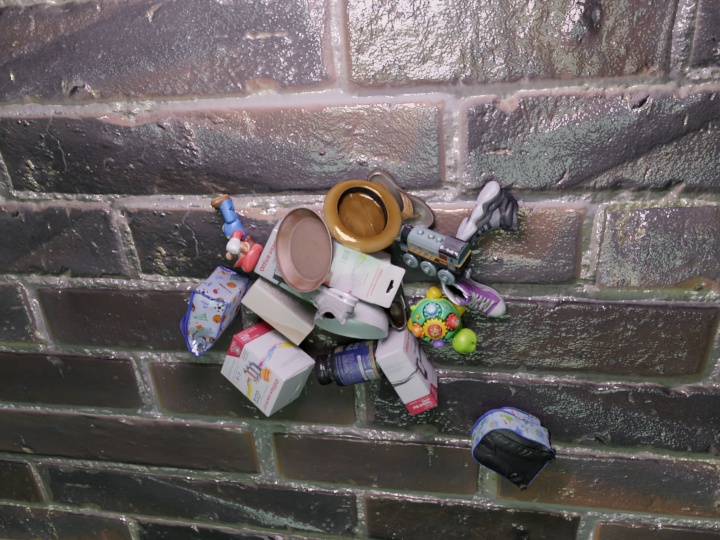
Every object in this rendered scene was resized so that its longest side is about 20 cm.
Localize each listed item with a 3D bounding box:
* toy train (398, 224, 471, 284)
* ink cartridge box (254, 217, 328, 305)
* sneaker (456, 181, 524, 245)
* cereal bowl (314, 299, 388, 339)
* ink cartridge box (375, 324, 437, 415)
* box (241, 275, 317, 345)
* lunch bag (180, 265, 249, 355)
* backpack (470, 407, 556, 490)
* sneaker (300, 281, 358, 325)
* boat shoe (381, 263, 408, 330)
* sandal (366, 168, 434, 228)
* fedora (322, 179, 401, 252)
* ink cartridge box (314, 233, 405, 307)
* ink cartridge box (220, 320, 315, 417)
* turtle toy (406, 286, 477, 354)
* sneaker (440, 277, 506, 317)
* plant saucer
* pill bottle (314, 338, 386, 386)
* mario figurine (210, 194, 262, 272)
[{"bbox_3d":[0.178,-0.046,1.288,0.199,0.085,0.115,26,148,28],"label":"toy train"},{"bbox_3d":[-0.160,-0.021,1.402,0.198,0.083,0.147,29,117,-4],"label":"ink cartridge box"},{"bbox_3d":[0.310,-0.105,1.278,0.113,0.076,0.201,25,119,-5],"label":"sneaker"},{"bbox_3d":[-0.019,0.115,1.409,0.197,0.084,0.200,9,161,3],"label":"cereal bowl"},{"bbox_3d":[0.129,0.262,1.447,0.083,0.146,0.201,-25,109,19],"label":"ink cartridge box"},{"bbox_3d":[-0.217,0.101,1.467,0.199,0.095,0.078,39,117,-7],"label":"box"},{"bbox_3d":[-0.404,0.114,1.464,0.123,0.170,0.202,22,118,3],"label":"lunch bag"},{"bbox_3d":[0.414,0.481,1.498,0.198,0.147,0.184,26,118,-6],"label":"backpack"},{"bbox_3d":[-0.091,0.080,1.297,0.074,0.199,0.083,27,80,-36],"label":"sneaker"},{"bbox_3d":[0.080,0.061,1.407,0.071,0.068,0.202,-14,110,16],"label":"boat shoe"},{"bbox_3d":[0.094,-0.167,1.300,0.200,0.055,0.082,44,115,-11],"label":"sandal"},{"bbox_3d":[0.000,-0.118,1.260,0.198,0.202,0.082,20,151,0],"label":"fedora"},{"bbox_3d":[0.000,0.000,1.309,0.198,0.068,0.117,22,111,-4],"label":"ink cartridge box"},{"bbox_3d":[-0.258,0.271,1.491,0.199,0.144,0.146,36,118,19],"label":"ink cartridge box"},{"bbox_3d":[0.217,0.146,1.400,0.198,0.101,0.147,28,117,-3],"label":"turtle toy"},{"bbox_3d":[0.284,0.076,1.348,0.199,0.115,0.073,31,116,-6],"label":"sneaker"},{"bbox_3d":[-0.129,-0.050,1.277,0.199,0.036,0.203,4,96,40],"label":"plant saucer"},{"bbox_3d":[-0.024,0.263,1.496,0.198,0.112,0.113,-14,112,16],"label":"pill bottle"},{"bbox_3d":[-0.334,-0.086,1.367,0.105,0.123,0.202,-26,89,30],"label":"mario figurine"}]
